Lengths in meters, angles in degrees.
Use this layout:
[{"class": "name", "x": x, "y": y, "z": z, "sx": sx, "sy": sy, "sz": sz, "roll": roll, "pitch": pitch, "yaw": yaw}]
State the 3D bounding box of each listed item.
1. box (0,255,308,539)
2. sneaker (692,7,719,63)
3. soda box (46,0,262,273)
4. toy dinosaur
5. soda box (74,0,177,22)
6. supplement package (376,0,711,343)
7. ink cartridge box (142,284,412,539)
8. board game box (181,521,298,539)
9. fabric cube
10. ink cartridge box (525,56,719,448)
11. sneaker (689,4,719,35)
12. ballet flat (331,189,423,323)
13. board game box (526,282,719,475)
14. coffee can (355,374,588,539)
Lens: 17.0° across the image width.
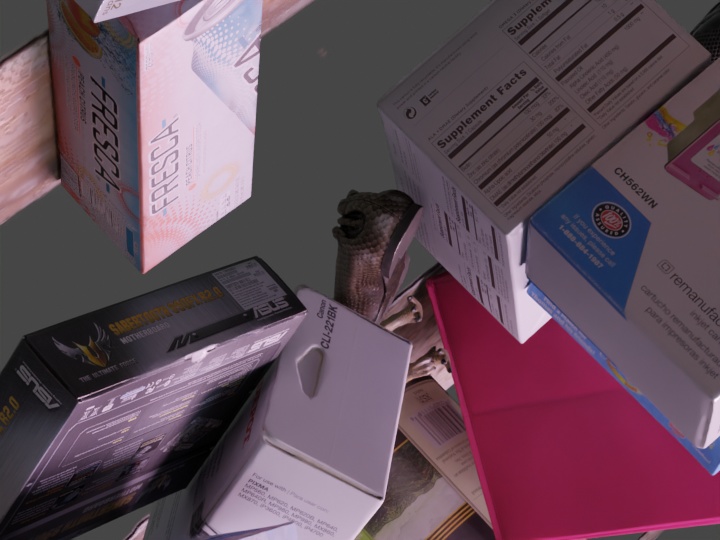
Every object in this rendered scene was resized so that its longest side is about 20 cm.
[{"class": "box", "x": -0.136, "y": 0.080, "z": 1.311, "sx": 0.200, "sy": 0.048, "sz": 0.158, "roll": -21, "pitch": 153, "yaw": -52}, {"class": "sneaker", "x": 0.206, "y": -0.097, "z": 1.600, "sx": 0.114, "sy": 0.076, "sz": 0.199, "roll": -36, "pitch": 173, "yaw": -36}, {"class": "soda box", "x": -0.087, "y": -0.081, "z": 1.027, "sx": 0.068, "sy": 0.064, "sz": 0.200, "roll": -37, "pitch": 162, "yaw": -20}, {"class": "toy dinosaur", "x": 0.003, "y": 0.062, "z": 1.592, "sx": 0.101, "sy": 0.058, "sz": 0.200, "roll": -25, "pitch": -179, "yaw": 11}, {"class": "soda box", "x": -0.054, "y": -0.187, "z": 0.857, "sx": 0.068, "sy": 0.064, "sz": 0.200, "roll": -22, "pitch": 153, "yaw": -50}, {"class": "supplement package", "x": 0.109, "y": -0.073, "z": 1.399, "sx": 0.156, "sy": 0.111, "sz": 0.200, "roll": -42, "pitch": 163, "yaw": -8}, {"class": "ink cartridge box", "x": -0.057, "y": 0.130, "z": 1.431, "sx": 0.200, "sy": 0.084, "sz": 0.144, "roll": -55, "pitch": -166, "yaw": 36}, {"class": "board game box", "x": -0.166, "y": 0.183, "z": 1.295, "sx": 0.199, "sy": 0.043, "sz": 0.200, "roll": -14, "pitch": 177, "yaw": 35}, {"class": "fabric cube", "x": 0.198, "y": 0.062, "z": 1.640, "sx": 0.199, "sy": 0.201, "sz": 0.196, "roll": -13, "pitch": -175, "yaw": 37}, {"class": "ink cartridge box", "x": 0.209, "y": -0.028, "z": 1.300, "sx": 0.200, "sy": 0.145, "sz": 0.085, "roll": -40, "pitch": 161, "yaw": -14}, {"class": "sneaker", "x": 0.267, "y": -0.130, "z": 1.666, "sx": 0.078, "sy": 0.085, "sz": 0.200, "roll": -32, "pitch": 158, "yaw": -33}, {"class": "ballet flat", "x": 0.000, "y": 0.000, "z": 1.453, "sx": 0.067, "sy": 0.046, "sz": 0.200, "roll": -61, "pitch": 175, "yaw": -21}, {"class": "board game box", "x": 0.217, "y": 0.011, "z": 1.397, "sx": 0.200, "sy": 0.151, "sz": 0.037, "roll": -31, "pitch": 157, "yaw": -36}, {"class": "coffee can", "x": 0.063, "y": 0.191, "z": 1.752, "sx": 0.146, "sy": 0.200, "sz": 0.146, "roll": -39, "pitch": 161, "yaw": -16}]
